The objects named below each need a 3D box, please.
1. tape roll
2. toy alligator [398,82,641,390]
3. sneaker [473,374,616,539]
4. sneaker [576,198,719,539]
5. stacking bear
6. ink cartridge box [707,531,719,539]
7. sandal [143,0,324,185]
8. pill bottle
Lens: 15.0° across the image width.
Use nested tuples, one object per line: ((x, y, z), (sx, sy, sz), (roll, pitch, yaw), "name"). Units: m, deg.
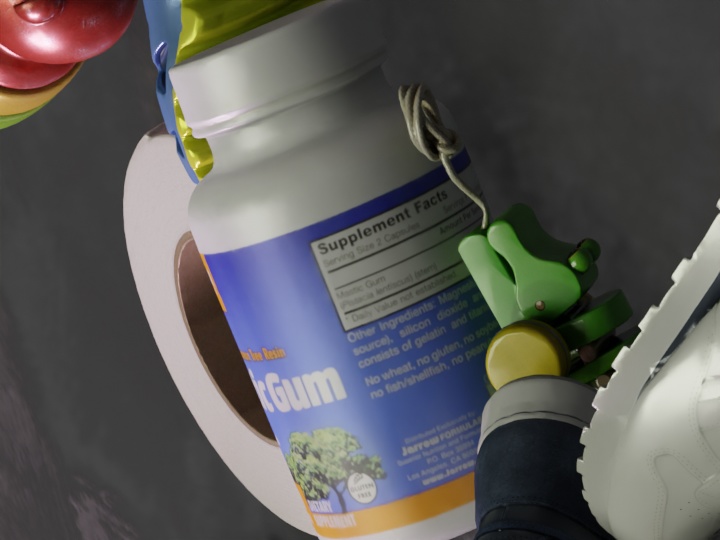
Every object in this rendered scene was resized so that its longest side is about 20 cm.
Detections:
((-0.041, 0.023, 1.241), (0.203, 0.037, 0.203), (44, 149, 36), "tape roll")
((0.075, 0.016, 0.999), (0.054, 0.059, 0.201), (-20, 98, 24), "toy alligator")
((0.088, 0.156, 0.949), (0.077, 0.147, 0.203), (-18, 126, 28), "sneaker")
((0.134, 0.030, 0.841), (0.080, 0.076, 0.200), (43, 134, 22), "sneaker")
((-0.173, -0.125, 1.281), (0.200, 0.121, 0.114), (-11, 102, 56), "stacking bear")
((0.191, 0.179, 0.888), (0.146, 0.084, 0.201), (11, 123, 60), "ink cartridge box")
((-0.061, -0.119, 1.114), (0.087, 0.079, 0.201), (-151, 47, -65), "sandal")
((0.000, 0.000, 1.054), (0.112, 0.112, 0.201), (-7, 107, 63), "pill bottle")
